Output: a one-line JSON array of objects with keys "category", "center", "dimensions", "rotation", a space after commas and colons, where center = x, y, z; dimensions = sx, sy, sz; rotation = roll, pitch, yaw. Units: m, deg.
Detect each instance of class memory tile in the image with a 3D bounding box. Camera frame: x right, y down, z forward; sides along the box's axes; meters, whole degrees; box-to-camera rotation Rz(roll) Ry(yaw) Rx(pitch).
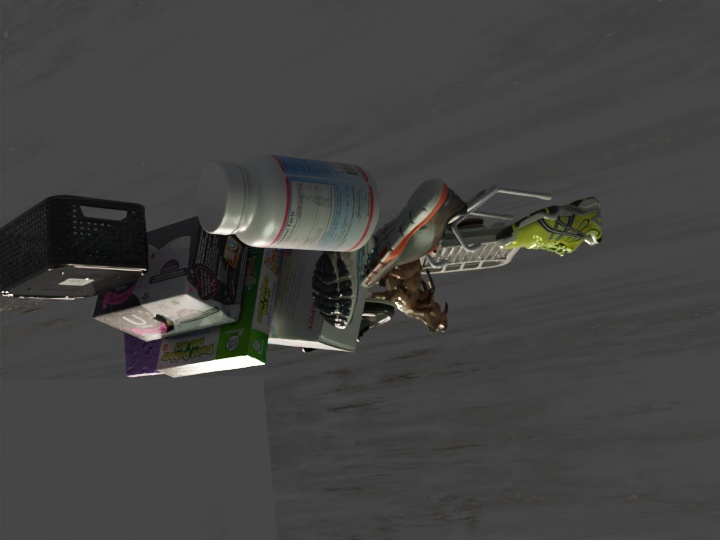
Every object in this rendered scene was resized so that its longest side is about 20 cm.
[{"category": "memory tile", "center": [0.141, -0.055, 1.464], "dimensions": [0.153, 0.017, 0.200], "rotation": [-7, 169, 1]}]

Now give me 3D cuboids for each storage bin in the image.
[{"category": "storage bin", "center": [-0.390, -0.026, 1.113], "dimensions": [0.135, 0.094, 0.200], "rotation": [5, 165, -44]}]

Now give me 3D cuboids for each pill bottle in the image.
[{"category": "pill bottle", "center": [-0.085, -0.079, 0.972], "dimensions": [0.200, 0.109, 0.109], "rotation": [2, 166, -35]}]

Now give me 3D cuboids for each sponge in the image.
[{"category": "sponge", "center": [-0.336, 0.073, 1.366], "dimensions": [0.111, 0.200, 0.030], "rotation": [-7, 167, -4]}]

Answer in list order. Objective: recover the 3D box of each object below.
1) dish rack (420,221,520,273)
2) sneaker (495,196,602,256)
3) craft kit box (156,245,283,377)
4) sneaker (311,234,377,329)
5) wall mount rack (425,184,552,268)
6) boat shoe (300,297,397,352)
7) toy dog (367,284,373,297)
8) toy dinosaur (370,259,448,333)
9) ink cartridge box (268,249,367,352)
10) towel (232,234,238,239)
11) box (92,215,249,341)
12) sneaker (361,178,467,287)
[{"category": "dish rack", "center": [0.182, -0.039, 1.415], "dimensions": [0.171, 0.044, 0.200], "rotation": [-5, 169, -1]}, {"category": "sneaker", "center": [0.305, -0.060, 1.292], "dimensions": [0.200, 0.076, 0.075], "rotation": [-16, 175, -22]}, {"category": "craft kit box", "center": [-0.217, 0.057, 1.267], "dimensions": [0.200, 0.198, 0.049], "rotation": [-13, 152, 35]}, {"category": "sneaker", "center": [-0.011, -0.017, 1.133], "dimensions": [0.078, 0.200, 0.086], "rotation": [16, -160, 42]}, {"category": "wall mount rack", "center": [0.183, -0.078, 1.247], "dimensions": [0.174, 0.075, 0.200], "rotation": [-36, -178, -23]}, {"category": "boat shoe", "center": [-0.026, 0.091, 1.295], "dimensions": [0.199, 0.066, 0.074], "rotation": [-13, 150, 35]}, {"category": "toy dog", "center": [0.000, 0.000, 1.408], "dimensions": [0.096, 0.132, 0.200], "rotation": [-1, -168, 13]}, {"category": "toy dinosaur", "center": [0.075, 0.009, 1.343], "dimensions": [0.135, 0.200, 0.086], "rotation": [-19, -151, -26]}, {"category": "ink cartridge box", "center": [-0.089, 0.043, 1.262], "dimensions": [0.200, 0.145, 0.085], "rotation": [0, 164, 45]}, {"category": "towel", "center": [-0.174, -0.044, 1.332], "dimensions": [0.144, 0.023, 0.200], "rotation": [-6, 167, 8]}, {"category": "box", "center": [-0.284, 0.017, 1.232], "dimensions": [0.200, 0.132, 0.115], "rotation": [-14, 149, 33]}, {"category": "sneaker", "center": [0.074, -0.036, 1.155], "dimensions": [0.082, 0.077, 0.200], "rotation": [29, 123, -23]}]
